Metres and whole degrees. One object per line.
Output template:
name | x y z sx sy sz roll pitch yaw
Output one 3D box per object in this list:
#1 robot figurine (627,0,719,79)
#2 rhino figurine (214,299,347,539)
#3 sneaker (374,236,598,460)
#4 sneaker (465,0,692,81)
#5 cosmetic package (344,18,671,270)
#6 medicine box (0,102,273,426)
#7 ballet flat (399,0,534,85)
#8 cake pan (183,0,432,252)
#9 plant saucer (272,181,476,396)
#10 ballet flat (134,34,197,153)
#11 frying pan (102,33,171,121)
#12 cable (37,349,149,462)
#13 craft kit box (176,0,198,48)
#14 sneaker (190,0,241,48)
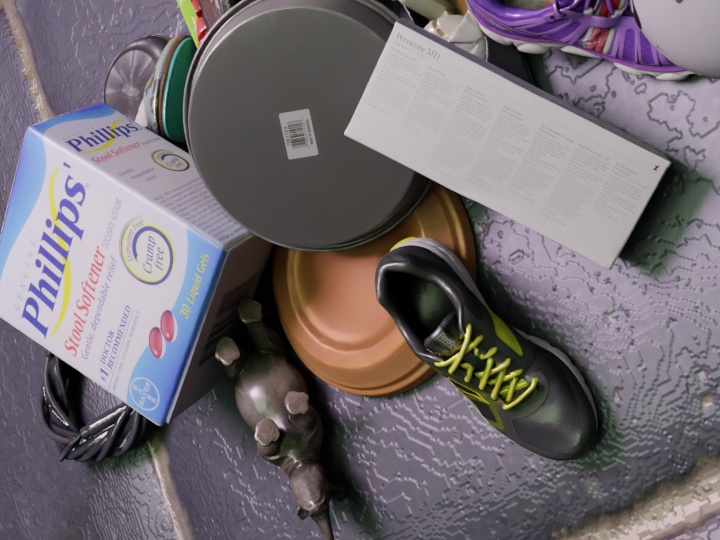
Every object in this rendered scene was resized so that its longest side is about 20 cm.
robot figurine | 0.227 -0.201 0.620 0.149 0.125 0.201 23 69 15
rhino figurine | -0.061 0.127 0.895 0.059 0.088 0.201 -24 71 -7
sneaker | 0.078 0.061 0.763 0.200 0.084 0.075 43 108 13
sneaker | 0.159 -0.172 0.713 0.198 0.083 0.082 7 90 21
cosmetic package | 0.097 -0.086 0.733 0.199 0.051 0.083 28 110 0
medicine box | -0.192 -0.008 0.920 0.199 0.103 0.183 30 118 13
ballet flat | 0.059 -0.187 0.812 0.073 0.073 0.202 -35 68 31
cake pan | -0.038 -0.104 0.797 0.198 0.037 0.203 3 110 9
plant saucer | 0.000 0.000 0.874 0.199 0.037 0.203 -1 89 38
ballet flat | -0.169 -0.108 0.991 0.071 0.069 0.202 -5 91 40
frying pan | -0.232 -0.145 1.066 0.190 0.031 0.115 -46 62 24
cable | -0.246 0.099 1.062 0.162 0.051 0.202 29 102 30
craft kit box | -0.088 -0.259 0.914 0.197 0.048 0.201 -43 63 43
sneaker | -0.103 -0.233 0.850 0.098 0.070 0.202 -41 67 47
